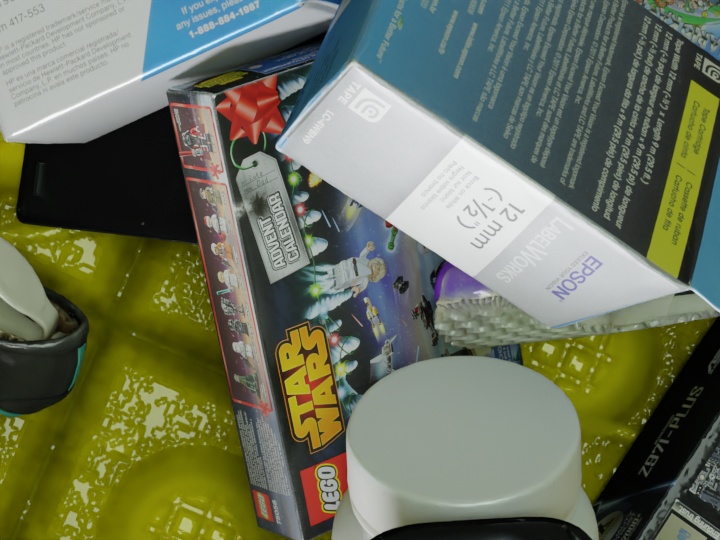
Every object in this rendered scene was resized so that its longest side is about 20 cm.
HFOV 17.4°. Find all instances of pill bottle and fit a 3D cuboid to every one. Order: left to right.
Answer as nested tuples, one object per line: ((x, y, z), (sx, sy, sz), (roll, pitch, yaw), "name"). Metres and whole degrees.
((0.044, 0.143, 0.992), (0.113, 0.113, 0.201), (-11, 126, -10), "pill bottle")

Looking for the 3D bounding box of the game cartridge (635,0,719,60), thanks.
((0.146, -0.162, 1.083), (0.199, 0.038, 0.130), (26, 81, -18), "game cartridge")

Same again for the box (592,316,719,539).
((0.215, 0.137, 1.077), (0.200, 0.086, 0.164), (35, 83, -9), "box")

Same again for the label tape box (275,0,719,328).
((0.079, -0.055, 0.953), (0.200, 0.066, 0.144), (35, 43, -13), "label tape box")

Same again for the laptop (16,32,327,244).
((-0.034, -0.099, 1.079), (0.199, 0.116, 0.188), (7, 87, 19), "laptop")

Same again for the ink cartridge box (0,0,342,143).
((-0.110, -0.173, 0.995), (0.146, 0.086, 0.201), (-22, 84, 16), "ink cartridge box")

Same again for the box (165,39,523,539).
((0.000, 0.000, 1.019), (0.137, 0.040, 0.201), (-22, 109, -32), "box")

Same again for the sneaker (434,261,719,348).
((0.092, -0.020, 1.032), (0.200, 0.069, 0.100), (-3, 85, -54), "sneaker")

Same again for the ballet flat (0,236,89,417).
((-0.198, -0.017, 1.018), (0.200, 0.068, 0.068), (36, 43, -11), "ballet flat")

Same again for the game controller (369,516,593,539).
((0.042, 0.192, 0.912), (0.104, 0.042, 0.201), (0, 105, -2), "game controller")
